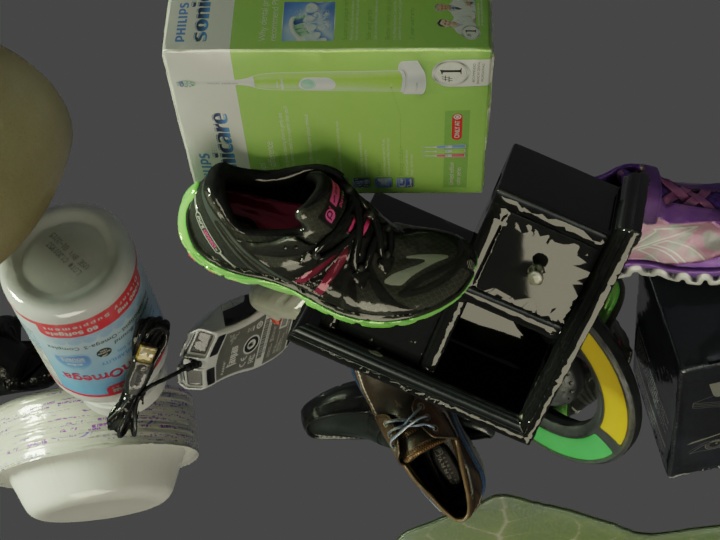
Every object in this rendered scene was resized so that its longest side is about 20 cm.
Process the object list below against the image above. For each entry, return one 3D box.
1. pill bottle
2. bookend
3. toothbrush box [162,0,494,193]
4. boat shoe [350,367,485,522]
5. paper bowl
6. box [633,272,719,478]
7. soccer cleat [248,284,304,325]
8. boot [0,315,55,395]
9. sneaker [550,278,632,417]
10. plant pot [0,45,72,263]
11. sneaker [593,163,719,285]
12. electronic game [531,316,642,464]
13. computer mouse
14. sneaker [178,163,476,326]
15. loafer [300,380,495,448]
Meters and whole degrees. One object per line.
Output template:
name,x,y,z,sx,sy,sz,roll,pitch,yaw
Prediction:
pill bottle,-0.221,0.042,1.073,0.108,0.109,0.200,-2,147,5
bookend,0.076,-0.007,0.933,0.198,0.092,0.201,24,123,2
toothbrush box,-0.016,-0.124,0.835,0.199,0.086,0.146,-1,147,3
boat shoe,0.056,0.143,1.181,0.072,0.072,0.200,-33,103,14
paper bowl,-0.256,0.181,1.244,0.200,0.105,0.201,-9,162,-3
box,0.335,0.061,1.053,0.196,0.118,0.200,-13,146,2
soccer cleat,0.000,0.000,1.054,0.199,0.069,0.078,-3,118,18
boot,-0.389,0.073,1.152,0.168,0.077,0.200,-19,149,33
sneaker,0.198,0.057,1.135,0.083,0.077,0.200,-20,148,-19
plant pot,-0.311,-0.058,0.901,0.199,0.135,0.201,1,146,0
sneaker,0.226,-0.042,0.968,0.199,0.081,0.089,-5,139,11
electronic game,0.153,0.080,1.086,0.200,0.042,0.200,36,147,28
computer mouse,-0.131,0.064,1.092,0.200,0.044,0.110,-21,136,-48
sneaker,-0.018,-0.019,0.833,0.199,0.077,0.084,11,148,-10
loafer,0.036,0.145,1.257,0.200,0.071,0.068,-8,145,14
